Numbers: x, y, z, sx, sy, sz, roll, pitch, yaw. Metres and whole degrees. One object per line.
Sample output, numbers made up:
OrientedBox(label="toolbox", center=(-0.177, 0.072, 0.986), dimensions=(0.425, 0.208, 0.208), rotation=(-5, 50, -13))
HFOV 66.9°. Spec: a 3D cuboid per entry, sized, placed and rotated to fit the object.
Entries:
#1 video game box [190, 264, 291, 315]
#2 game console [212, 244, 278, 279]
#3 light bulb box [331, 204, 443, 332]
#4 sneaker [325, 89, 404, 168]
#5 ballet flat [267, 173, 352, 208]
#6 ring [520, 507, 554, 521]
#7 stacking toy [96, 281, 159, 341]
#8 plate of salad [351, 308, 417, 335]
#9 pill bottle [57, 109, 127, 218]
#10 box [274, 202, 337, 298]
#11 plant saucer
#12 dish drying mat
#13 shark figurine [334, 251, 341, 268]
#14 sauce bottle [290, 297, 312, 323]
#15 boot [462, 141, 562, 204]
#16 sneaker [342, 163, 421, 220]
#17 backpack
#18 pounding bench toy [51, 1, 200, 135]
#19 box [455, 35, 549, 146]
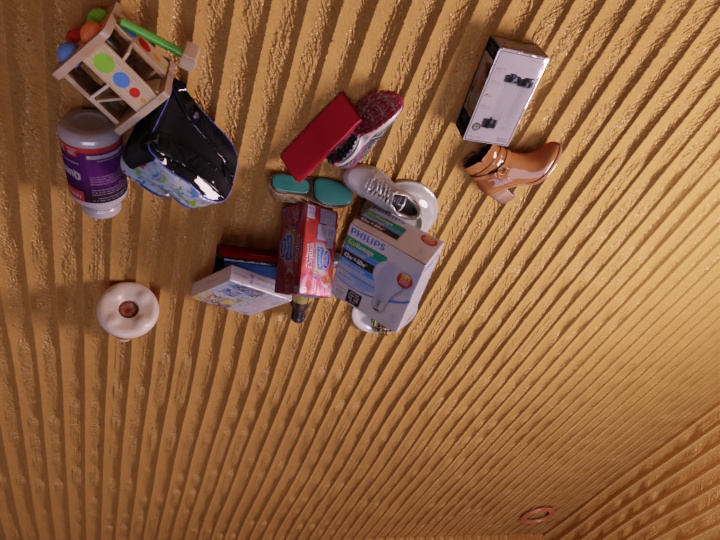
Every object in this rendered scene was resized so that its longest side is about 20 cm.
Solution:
OrientedBox(label="video game box", center=(-0.299, 0.054, 1.369), dimensions=(0.180, 0.048, 0.198), rotation=(20, 153, -40))
OrientedBox(label="game console", center=(-0.261, 0.009, 1.346), dimensions=(0.196, 0.172, 0.121), rotation=(6, 101, -18))
OrientedBox(label="light bulb box", center=(0.057, -0.006, 1.253), dimensions=(0.196, 0.125, 0.202), rotation=(29, 126, 14))
OrientedBox(label="sneaker", center=(0.012, -0.294, 1.139), dimensions=(0.199, 0.082, 0.074), rotation=(-37, 157, 25))
OrientedBox(label="ballet flat", center=(-0.116, -0.176, 1.241), dimensions=(0.196, 0.072, 0.065), rotation=(12, 158, -18))
OrientedBox(label="ring", center=(0.977, 1.348, 3.007), dimensions=(0.196, 0.019, 0.203), rotation=(-6, 136, -5))
OrientedBox(label="stacking toy", center=(-0.607, 0.131, 1.416), dimensions=(0.144, 0.149, 0.200), rotation=(11, 151, -22))
OrientedBox(label="plate of salad", center=(0.073, 0.126, 1.581), dimensions=(0.196, 0.049, 0.202), rotation=(-6, 135, -6))
OrientedBox(label="pill bottle", center=(-0.524, -0.205, 1.080), dimensions=(0.110, 0.114, 0.202), rotation=(3, 134, -14))
OrientedBox(label="box", center=(-0.123, -0.042, 1.243), dimensions=(0.094, 0.204, 0.099), rotation=(-1, 172, 44))
OrientedBox(label="plant saucer", center=(0.098, -0.125, 1.335), dimensions=(0.196, 0.051, 0.202), rotation=(-6, 135, -6))
OrientedBox(label="dish drying mat", center=(-0.084, -0.275, 1.141), dimensions=(0.199, 0.077, 0.018), rotation=(-39, 169, 25))
OrientedBox(label="shark figurine", center=(0.021, 0.001, 1.407), dimensions=(0.129, 0.213, 0.089), rotation=(-53, 169, 10))
OrientedBox(label="sauce bottle", center=(-0.157, 0.062, 1.457), dimensions=(0.063, 0.065, 0.202), rotation=(3, 133, -15))
OrientedBox(label="boot", center=(0.346, -0.256, 1.250), dimensions=(0.154, 0.078, 0.199), rotation=(33, 128, -31))
OrientedBox(label="sneaker", center=(0.052, -0.176, 1.223), dimensions=(0.197, 0.081, 0.077), rotation=(26, 103, -14))
OrientedBox(label="backpack", center=(-0.346, -0.223, 1.059), dimensions=(0.145, 0.186, 0.200), rotation=(-10, 145, 33))
OrientedBox(label="pounding bench toy", center=(-0.396, -0.372, 0.932), dimensions=(0.198, 0.126, 0.156), rotation=(-29, 133, 17))
OrientedBox(label="box", center=(0.289, -0.366, 1.126), dimensions=(0.114, 0.061, 0.202), rotation=(3, 134, -15))
